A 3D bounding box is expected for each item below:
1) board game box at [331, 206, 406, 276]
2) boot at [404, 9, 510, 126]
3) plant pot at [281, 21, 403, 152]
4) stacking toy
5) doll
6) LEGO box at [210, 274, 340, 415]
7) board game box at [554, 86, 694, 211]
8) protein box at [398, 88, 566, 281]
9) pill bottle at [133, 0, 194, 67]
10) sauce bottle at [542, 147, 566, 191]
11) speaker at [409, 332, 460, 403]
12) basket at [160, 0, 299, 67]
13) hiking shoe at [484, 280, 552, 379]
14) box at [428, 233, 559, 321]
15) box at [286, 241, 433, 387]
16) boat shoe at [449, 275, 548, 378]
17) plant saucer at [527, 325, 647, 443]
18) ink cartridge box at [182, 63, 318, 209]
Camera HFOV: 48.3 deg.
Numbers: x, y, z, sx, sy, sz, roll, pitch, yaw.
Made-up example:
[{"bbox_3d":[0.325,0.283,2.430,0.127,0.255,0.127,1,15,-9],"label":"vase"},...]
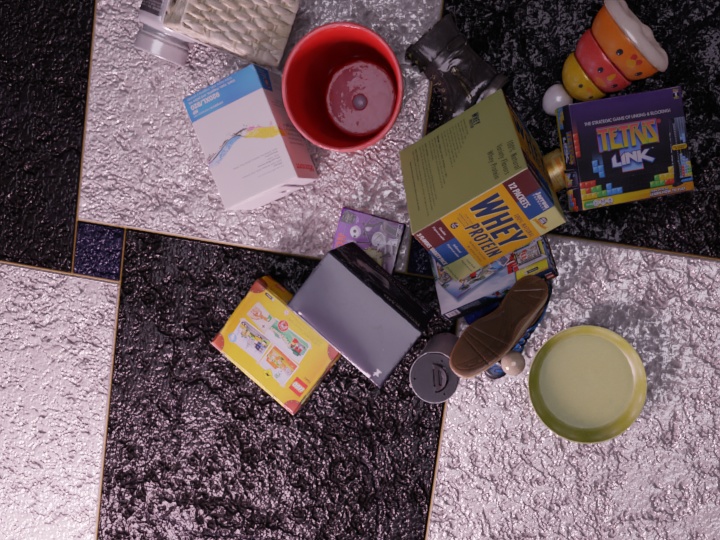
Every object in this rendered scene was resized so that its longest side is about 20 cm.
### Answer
[{"bbox_3d":[0.000,0.000,1.433,0.118,0.032,0.204,16,98,14],"label":"board game box"},{"bbox_3d":[0.139,-0.314,1.364,0.174,0.069,0.200,44,98,10],"label":"boot"},{"bbox_3d":[-0.014,-0.292,1.331,0.196,0.177,0.205,1,95,10],"label":"plant pot"},{"bbox_3d":[0.377,-0.321,1.295,0.200,0.146,0.147,-42,86,30],"label":"stacking toy"},{"bbox_3d":[0.218,0.083,1.325,0.136,0.048,0.202,-41,50,25],"label":"doll"},{"bbox_3d":[-0.144,0.131,1.446,0.199,0.077,0.150,40,101,5],"label":"LEGO box"},{"bbox_3d":[0.422,-0.193,1.282,0.196,0.057,0.169,-11,95,-10],"label":"board game box"},{"bbox_3d":[0.185,-0.133,1.264,0.198,0.201,0.135,-29,132,22],"label":"protein box"},{"bbox_3d":[-0.322,-0.471,1.407,0.111,0.113,0.203,23,99,8],"label":"pill bottle"},{"bbox_3d":[0.271,-0.135,1.347,0.198,0.066,0.067,-30,89,13],"label":"sauce bottle"},{"bbox_3d":[0.133,0.158,1.331,0.079,0.200,0.083,1,95,11],"label":"speaker"},{"bbox_3d":[-0.212,-0.433,1.338,0.197,0.123,0.138,15,100,-31],"label":"basket"},{"bbox_3d":[0.258,0.095,1.359,0.073,0.087,0.203,26,100,8],"label":"hiking shoe"},{"bbox_3d":[0.213,-0.018,1.323,0.198,0.038,0.139,-25,55,24],"label":"box"},{"bbox_3d":[0.007,0.065,1.322,0.196,0.200,0.118,40,102,4],"label":"box"},{"bbox_3d":[0.218,0.097,1.240,0.072,0.072,0.200,35,74,30],"label":"boat shoe"},{"bbox_3d":[0.385,0.192,1.372,0.196,0.031,0.204,1,95,11],"label":"plant saucer"},{"bbox_3d":[-0.185,-0.223,1.386,0.142,0.147,0.203,-22,90,12],"label":"ink cartridge box"}]
